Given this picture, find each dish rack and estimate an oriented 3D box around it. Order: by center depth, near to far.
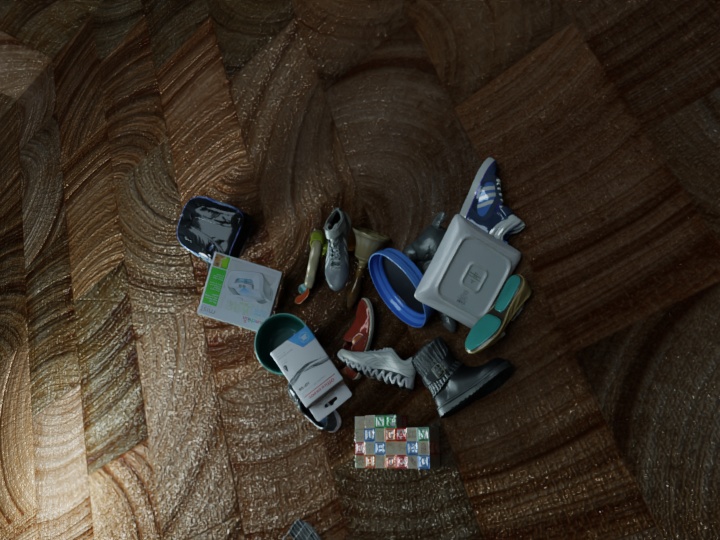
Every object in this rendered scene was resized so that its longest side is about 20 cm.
[{"bbox_3d":[-0.153,0.722,1.410,0.153,0.054,0.202,39,98,34],"label":"dish rack"}]

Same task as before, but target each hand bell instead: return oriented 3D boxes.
[{"bbox_3d":[0.000,0.000,1.490,0.103,0.103,0.205,24,103,36],"label":"hand bell"}]

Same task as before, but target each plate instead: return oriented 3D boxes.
[{"bbox_3d":[0.239,0.013,1.248,0.203,0.197,0.032,-62,23,4],"label":"plate"}]

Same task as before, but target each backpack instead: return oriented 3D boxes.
[{"bbox_3d":[-0.442,-0.117,1.754,0.196,0.147,0.187,23,89,9],"label":"backpack"}]

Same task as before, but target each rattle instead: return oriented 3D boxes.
[{"bbox_3d":[-0.093,0.000,1.575,0.130,0.139,0.205,-146,65,-67],"label":"rattle"}]

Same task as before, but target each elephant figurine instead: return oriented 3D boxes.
[{"bbox_3d":[0.197,0.007,1.321,0.140,0.156,0.201,-34,62,-4],"label":"elephant figurine"}]

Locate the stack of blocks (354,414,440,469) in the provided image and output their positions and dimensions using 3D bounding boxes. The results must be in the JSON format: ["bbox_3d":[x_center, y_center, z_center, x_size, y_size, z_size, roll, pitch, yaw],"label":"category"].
[{"bbox_3d":[0.082,0.393,1.331,0.196,0.058,0.118,-11,71,32],"label":"stack of blocks"}]

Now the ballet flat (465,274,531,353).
[{"bbox_3d":[0.303,0.105,1.241,0.202,0.063,0.068,-54,31,0],"label":"ballet flat"}]

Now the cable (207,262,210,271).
[{"bbox_3d":[-0.485,-0.085,1.853,0.095,0.050,0.206,-3,75,29],"label":"cable"}]

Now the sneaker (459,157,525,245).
[{"bbox_3d":[0.315,-0.146,1.318,0.144,0.081,0.203,24,74,15],"label":"sneaker"}]

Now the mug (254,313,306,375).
[{"bbox_3d":[-0.196,0.213,1.523,0.148,0.115,0.190,-10,79,-5],"label":"mug"}]

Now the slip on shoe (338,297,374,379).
[{"bbox_3d":[-0.011,0.167,1.443,0.074,0.060,0.205,2,78,66],"label":"slip on shoe"}]

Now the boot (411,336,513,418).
[{"bbox_3d":[0.217,0.208,1.275,0.210,0.079,0.160,-37,60,21],"label":"boot"}]

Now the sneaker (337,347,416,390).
[{"bbox_3d":[0.041,0.219,1.376,0.195,0.075,0.083,18,77,7],"label":"sneaker"}]

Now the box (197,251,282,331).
[{"bbox_3d":[-0.334,0.063,1.625,0.195,0.097,0.181,17,85,-4],"label":"box"}]

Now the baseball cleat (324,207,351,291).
[{"bbox_3d":[-0.067,-0.055,1.453,0.068,0.106,0.206,-2,77,18],"label":"baseball cleat"}]

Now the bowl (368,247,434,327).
[{"bbox_3d":[0.096,0.037,1.348,0.039,0.203,0.200,-34,51,-22],"label":"bowl"}]

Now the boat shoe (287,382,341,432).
[{"bbox_3d":[-0.132,0.344,1.487,0.199,0.066,0.071,40,100,35],"label":"boat shoe"}]

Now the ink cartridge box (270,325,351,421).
[{"bbox_3d":[-0.118,0.253,1.419,0.115,0.067,0.202,-35,78,-10],"label":"ink cartridge box"}]
